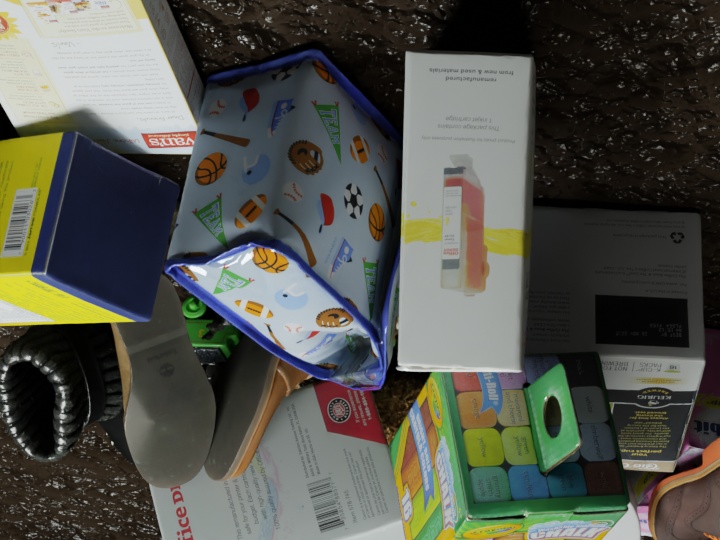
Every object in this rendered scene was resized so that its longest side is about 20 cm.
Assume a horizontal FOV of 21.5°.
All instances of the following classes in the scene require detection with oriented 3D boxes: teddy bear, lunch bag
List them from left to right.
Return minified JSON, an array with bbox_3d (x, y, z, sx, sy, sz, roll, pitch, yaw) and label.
[{"bbox_3d":[-0.026,-0.030,1.348,0.123,0.171,0.200,-8,145,32],"label":"lunch bag"},{"bbox_3d":[0.052,0.134,1.701,0.199,0.067,0.145,-2,150,16],"label":"teddy bear"}]

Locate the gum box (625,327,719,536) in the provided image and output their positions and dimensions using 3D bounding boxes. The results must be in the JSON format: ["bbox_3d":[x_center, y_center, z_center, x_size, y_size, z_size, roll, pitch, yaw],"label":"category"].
[{"bbox_3d":[0.274,0.146,1.627,0.066,0.114,0.200,10,149,-8],"label":"gum box"}]

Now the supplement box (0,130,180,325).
[{"bbox_3d":[-0.249,-0.027,1.404,0.199,0.110,0.109,-3,160,40],"label":"supplement box"}]

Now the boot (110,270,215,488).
[{"bbox_3d":[-0.161,0.075,1.488,0.073,0.075,0.201,-14,117,-15],"label":"boot"}]

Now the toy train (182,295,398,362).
[{"bbox_3d":[-0.064,0.053,1.590,0.199,0.057,0.042,1,150,17],"label":"toy train"}]

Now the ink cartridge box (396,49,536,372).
[{"bbox_3d":[0.071,-0.037,1.242,0.083,0.201,0.145,3,-178,5],"label":"ink cartridge box"}]

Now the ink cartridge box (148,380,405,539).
[{"bbox_3d":[-0.064,0.199,1.575,0.199,0.146,0.145,-16,151,-2],"label":"ink cartridge box"}]

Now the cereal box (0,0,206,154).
[{"bbox_3d":[-0.192,-0.150,1.306,0.143,0.040,0.200,2,150,13],"label":"cereal box"}]

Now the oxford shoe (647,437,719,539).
[{"bbox_3d":[0.284,0.194,1.514,0.071,0.073,0.200,-1,152,-15],"label":"oxford shoe"}]

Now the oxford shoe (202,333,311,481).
[{"bbox_3d":[-0.065,0.079,1.511,0.071,0.201,0.071,24,179,-38],"label":"oxford shoe"}]

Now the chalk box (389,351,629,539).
[{"bbox_3d":[0.108,0.136,1.349,0.123,0.125,0.200,-1,151,-14],"label":"chalk box"}]

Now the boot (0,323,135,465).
[{"bbox_3d":[-0.217,0.119,1.573,0.079,0.158,0.212,-23,111,22],"label":"boot"}]

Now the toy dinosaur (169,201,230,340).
[{"bbox_3d":[-0.123,-0.002,1.496,0.047,0.088,0.200,-23,141,17],"label":"toy dinosaur"}]

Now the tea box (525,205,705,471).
[{"bbox_3d":[0.157,0.055,1.478,0.199,0.134,0.197,3,148,2],"label":"tea box"}]

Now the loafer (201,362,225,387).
[{"bbox_3d":[-0.138,0.086,1.664,0.199,0.063,0.072,-3,148,16],"label":"loafer"}]

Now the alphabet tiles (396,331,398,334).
[{"bbox_3d":[0.000,0.000,1.548,0.166,0.006,0.200,-15,143,31],"label":"alphabet tiles"}]

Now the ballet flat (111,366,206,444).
[{"bbox_3d":[-0.160,0.119,1.726,0.199,0.072,0.072,-11,145,28],"label":"ballet flat"}]

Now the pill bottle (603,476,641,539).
[{"bbox_3d":[0.172,0.195,1.612,0.113,0.114,0.200,10,-170,-5],"label":"pill bottle"}]
